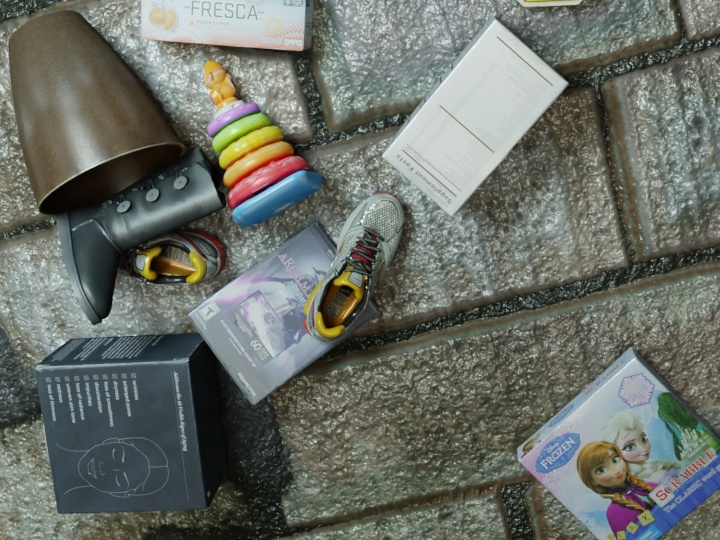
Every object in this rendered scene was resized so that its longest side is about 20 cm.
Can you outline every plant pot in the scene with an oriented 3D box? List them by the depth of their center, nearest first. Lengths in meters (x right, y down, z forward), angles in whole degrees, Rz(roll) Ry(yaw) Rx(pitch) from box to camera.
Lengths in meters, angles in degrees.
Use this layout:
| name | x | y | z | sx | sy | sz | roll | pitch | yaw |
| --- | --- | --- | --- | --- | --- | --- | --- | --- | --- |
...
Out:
| name | x | y | z | sx | sy | sz | roll | pitch | yaw |
| --- | --- | --- | --- | --- | --- | --- | --- | --- | --- |
| plant pot | -0.333 | -0.196 | 1.311 | 0.186 | 0.187 | 0.201 | -26 | 85 | 12 |

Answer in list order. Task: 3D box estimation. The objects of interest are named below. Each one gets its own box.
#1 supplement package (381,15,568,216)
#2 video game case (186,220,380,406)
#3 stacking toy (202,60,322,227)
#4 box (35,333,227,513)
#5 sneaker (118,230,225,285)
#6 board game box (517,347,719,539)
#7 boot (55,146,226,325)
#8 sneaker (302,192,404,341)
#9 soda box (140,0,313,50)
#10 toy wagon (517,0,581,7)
| name | x | y | z | sx | sy | sz | roll | pitch | yaw |
| --- | --- | --- | --- | --- | --- | --- | --- | --- | --- |
| supplement package | 0.130 | -0.180 | 1.280 | 0.114 | 0.110 | 0.200 | 40 | 105 | -5 |
| video game case | -0.095 | 0.053 | 1.385 | 0.199 | 0.019 | 0.143 | -36 | 98 | -3 |
| stacking toy | -0.141 | -0.163 | 1.331 | 0.109 | 0.116 | 0.201 | -28 | 88 | 10 |
| box | -0.287 | 0.194 | 1.410 | 0.195 | 0.124 | 0.202 | -2 | 104 | 9 |
| sneaker | -0.272 | -0.026 | 1.373 | 0.198 | 0.082 | 0.078 | 7 | 104 | 6 |
| board game box | 0.337 | 0.236 | 1.390 | 0.199 | 0.041 | 0.200 | 43 | 105 | -5 |
| boot | -0.248 | -0.043 | 1.299 | 0.199 | 0.066 | 0.166 | -22 | 59 | -2 |
| sneaker | 0.000 | 0.000 | 1.344 | 0.077 | 0.082 | 0.201 | 25 | 89 | -9 |
| soda box | -0.157 | -0.301 | 1.307 | 0.198 | 0.064 | 0.069 | 5 | 105 | 4 |
| toy wagon | 0.212 | -0.403 | 1.250 | 0.154 | 0.040 | 0.202 | -1 | 104 | 7 |
